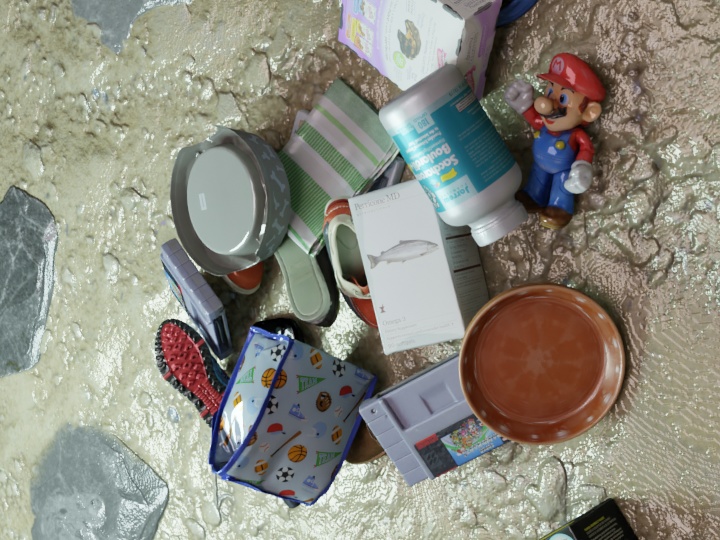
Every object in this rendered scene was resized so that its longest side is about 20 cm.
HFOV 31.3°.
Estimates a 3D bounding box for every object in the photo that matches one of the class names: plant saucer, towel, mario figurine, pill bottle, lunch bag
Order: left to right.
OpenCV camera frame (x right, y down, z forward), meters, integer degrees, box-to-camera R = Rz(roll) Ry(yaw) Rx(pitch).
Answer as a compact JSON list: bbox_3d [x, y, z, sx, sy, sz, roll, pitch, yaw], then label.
[{"bbox_3d":[-0.098,0.198,1.705,0.123,0.169,0.202,10,78,55],"label":"lunch bag"},{"bbox_3d":[-0.047,-0.138,1.699,0.153,0.023,0.200,44,99,31],"label":"towel"},{"bbox_3d":[0.115,-0.130,1.500,0.110,0.111,0.201,-28,99,35],"label":"pill bottle"},{"bbox_3d":[0.216,0.111,1.541,0.198,0.032,0.202,0,104,1],"label":"plant saucer"},{"bbox_3d":[0.218,-0.154,1.500,0.122,0.106,0.202,12,112,9],"label":"mario figurine"}]

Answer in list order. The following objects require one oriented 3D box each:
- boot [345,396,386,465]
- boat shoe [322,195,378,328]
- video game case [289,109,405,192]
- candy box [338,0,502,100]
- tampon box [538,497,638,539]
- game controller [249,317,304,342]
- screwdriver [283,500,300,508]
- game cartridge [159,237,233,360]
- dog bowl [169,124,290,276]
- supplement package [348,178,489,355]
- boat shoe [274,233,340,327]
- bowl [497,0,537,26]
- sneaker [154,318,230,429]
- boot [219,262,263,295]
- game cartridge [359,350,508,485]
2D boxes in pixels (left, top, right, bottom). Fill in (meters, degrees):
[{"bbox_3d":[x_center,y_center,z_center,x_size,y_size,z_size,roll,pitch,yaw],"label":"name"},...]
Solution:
[{"bbox_3d":[0.025,0.202,1.721,0.200,0.075,0.074,-43,74,34],"label":"boot"},{"bbox_3d":[0.000,0.000,1.666,0.071,0.063,0.201,-17,122,3],"label":"boat shoe"},{"bbox_3d":[-0.041,-0.093,1.753,0.181,0.023,0.202,30,114,29],"label":"video game case"},{"bbox_3d":[0.068,-0.307,1.567,0.200,0.071,0.168,42,148,24],"label":"candy box"},{"bbox_3d":[0.275,0.406,1.538,0.150,0.126,0.201,-40,74,33],"label":"tampon box"},{"bbox_3d":[-0.108,0.169,1.833,0.104,0.042,0.202,-11,91,37],"label":"game controller"},{"bbox_3d":[-0.134,0.252,1.847,0.028,0.029,0.202,-8,108,59],"label":"screwdriver"},{"bbox_3d":[-0.234,0.044,1.834,0.130,0.038,0.200,49,165,17],"label":"game cartridge"},{"bbox_3d":[-0.172,-0.095,1.718,0.199,0.058,0.202,8,101,43],"label":"dog bowl"},{"bbox_3d":[0.078,-0.010,1.612,0.116,0.117,0.202,-15,89,26],"label":"supplement package"},{"bbox_3d":[-0.074,-0.019,1.730,0.071,0.061,0.203,-19,66,18],"label":"boat shoe"},{"bbox_3d":[0.145,-0.397,1.558,0.199,0.039,0.203,7,102,35],"label":"bowl"},{"bbox_3d":[-0.235,0.158,1.874,0.079,0.096,0.201,-33,97,-5],"label":"sneaker"},{"bbox_3d":[-0.170,-0.068,1.800,0.107,0.075,0.202,-20,83,56],"label":"boot"},{"bbox_3d":[0.114,0.180,1.614,0.199,0.038,0.130,-30,98,19],"label":"game cartridge"}]
